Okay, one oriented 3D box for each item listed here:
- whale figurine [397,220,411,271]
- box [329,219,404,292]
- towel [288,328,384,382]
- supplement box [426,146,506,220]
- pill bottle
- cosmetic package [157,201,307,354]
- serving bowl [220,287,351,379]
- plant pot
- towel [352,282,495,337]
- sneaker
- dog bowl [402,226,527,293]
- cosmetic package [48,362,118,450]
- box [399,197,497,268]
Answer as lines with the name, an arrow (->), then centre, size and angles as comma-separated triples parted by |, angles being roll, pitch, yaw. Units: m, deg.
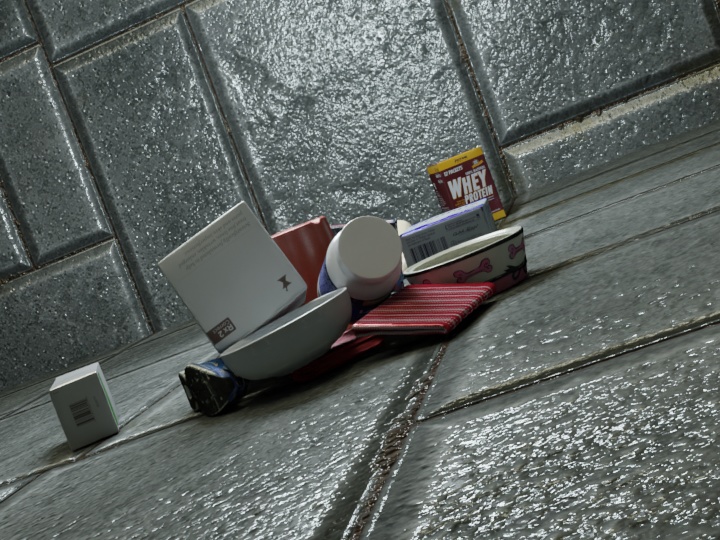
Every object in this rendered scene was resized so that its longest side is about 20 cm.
whale figurine -> 0.093, -0.030, 2.322 | 0.159, 0.104, 0.200 | -39, 29, -3
box -> -0.019, -0.022, 2.029 | 0.197, 0.139, 0.038 | -5, 12, 12
towel -> -0.043, 0.120, 1.499 | 0.143, 0.023, 0.200 | -24, 3, -9
supplement box -> 0.290, -0.220, 2.853 | 0.131, 0.203, 0.197 | -21, 4, -4
pill bottle -> 0.000, 0.000, 1.524 | 0.114, 0.117, 0.200 | -22, -15, -15
cosmetic package -> -0.193, 0.021, 1.592 | 0.164, 0.166, 0.200 | -37, -4, -8
serving bowl -> -0.093, 0.098, 1.423 | 0.198, 0.066, 0.200 | -27, 3, 2
plant pot -> -0.096, 0.020, 1.824 | 0.198, 0.198, 0.201 | -20, 4, 2
towel -> 0.091, 0.054, 1.410 | 0.143, 0.023, 0.200 | -3, 14, 27
sneaker -> -0.204, 0.155, 1.485 | 0.088, 0.079, 0.200 | -25, 5, -18
dog bowl -> 0.169, 0.001, 1.585 | 0.198, 0.075, 0.200 | -22, 5, 2
cosmetic package -> -0.456, 0.221, 1.703 | 0.084, 0.109, 0.200 | -22, 6, -12
box -> 0.183, -0.061, 2.069 | 0.182, 0.106, 0.200 | -20, 4, 11
